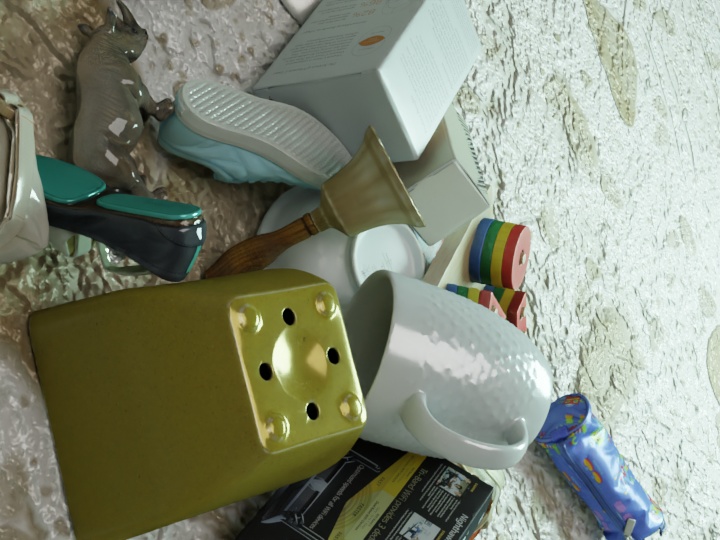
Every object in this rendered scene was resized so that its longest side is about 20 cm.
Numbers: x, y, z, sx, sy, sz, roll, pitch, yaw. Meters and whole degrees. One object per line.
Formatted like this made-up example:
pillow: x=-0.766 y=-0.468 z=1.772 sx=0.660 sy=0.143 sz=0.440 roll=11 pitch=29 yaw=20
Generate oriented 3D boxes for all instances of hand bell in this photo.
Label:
hand bell: x=-0.052 y=-0.038 z=1.037 sx=0.104 sy=0.199 sz=0.104 roll=61 pitch=4 yaw=-7

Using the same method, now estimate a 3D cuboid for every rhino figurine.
rhino figurine: x=-0.211 y=-0.150 z=0.991 sx=0.087 sy=0.060 sz=0.201 roll=19 pitch=61 yaw=-45

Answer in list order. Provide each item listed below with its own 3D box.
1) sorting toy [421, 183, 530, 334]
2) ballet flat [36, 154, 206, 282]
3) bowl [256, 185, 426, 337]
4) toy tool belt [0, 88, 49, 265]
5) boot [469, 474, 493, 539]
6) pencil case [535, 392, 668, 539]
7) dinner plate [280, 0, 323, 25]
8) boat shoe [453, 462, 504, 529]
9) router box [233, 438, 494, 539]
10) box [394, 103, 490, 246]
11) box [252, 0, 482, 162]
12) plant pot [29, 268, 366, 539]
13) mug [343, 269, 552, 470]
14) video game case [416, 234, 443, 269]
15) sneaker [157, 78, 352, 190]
sorting toy: x=0.125 y=0.048 z=1.196 sx=0.199 sy=0.069 sz=0.200 roll=82 pitch=29 yaw=-42
ballet flat: x=-0.206 y=-0.036 z=0.889 sx=0.073 sy=0.199 sz=0.073 roll=-41 pitch=140 yaw=-46
bowl: x=0.000 y=0.000 z=1.123 sx=0.200 sy=0.090 sz=0.202 roll=12 pitch=71 yaw=-39
toy tool belt: x=-0.305 y=-0.098 z=0.825 sx=0.123 sy=0.124 sz=0.201 roll=-4 pitch=78 yaw=-56
boot: x=0.033 y=0.274 z=1.083 sx=0.199 sy=0.108 sz=0.075 roll=-20 pitch=55 yaw=-24
pencil case: x=0.283 y=0.243 z=1.359 sx=0.200 sy=0.078 sz=0.087 roll=54 pitch=22 yaw=-17
dinner plate: x=-0.034 y=-0.348 z=1.280 sx=0.200 sy=0.024 sz=0.201 roll=21 pitch=60 yaw=-41
boat shoe: x=0.078 y=0.197 z=1.166 sx=0.200 sy=0.072 sz=0.065 roll=45 pitch=46 yaw=-34
router box: x=0.002 y=0.230 z=1.006 sx=0.157 sy=0.052 sz=0.200 roll=29 pitch=47 yaw=18
box: x=0.075 y=-0.114 z=1.193 sx=0.068 sy=0.082 sz=0.200 roll=49 pitch=19 yaw=-26
box: x=0.012 y=-0.205 z=1.165 sx=0.200 sy=0.152 sz=0.107 roll=-60 pitch=134 yaw=-39
plant pot: x=-0.109 y=0.093 z=0.905 sx=0.195 sy=0.199 sz=0.195 roll=-8 pitch=82 yaw=-49
mug: x=0.079 y=0.106 z=1.000 sx=0.175 sy=0.148 sz=0.200 roll=19 pitch=21 yaw=-17
video game case: x=0.046 y=-0.042 z=1.256 sx=0.200 sy=0.018 sz=0.143 roll=49 pitch=46 yaw=-23
sneaker: x=-0.098 y=-0.113 z=1.078 sx=0.199 sy=0.082 sz=0.074 roll=23 pitch=48 yaw=-28
